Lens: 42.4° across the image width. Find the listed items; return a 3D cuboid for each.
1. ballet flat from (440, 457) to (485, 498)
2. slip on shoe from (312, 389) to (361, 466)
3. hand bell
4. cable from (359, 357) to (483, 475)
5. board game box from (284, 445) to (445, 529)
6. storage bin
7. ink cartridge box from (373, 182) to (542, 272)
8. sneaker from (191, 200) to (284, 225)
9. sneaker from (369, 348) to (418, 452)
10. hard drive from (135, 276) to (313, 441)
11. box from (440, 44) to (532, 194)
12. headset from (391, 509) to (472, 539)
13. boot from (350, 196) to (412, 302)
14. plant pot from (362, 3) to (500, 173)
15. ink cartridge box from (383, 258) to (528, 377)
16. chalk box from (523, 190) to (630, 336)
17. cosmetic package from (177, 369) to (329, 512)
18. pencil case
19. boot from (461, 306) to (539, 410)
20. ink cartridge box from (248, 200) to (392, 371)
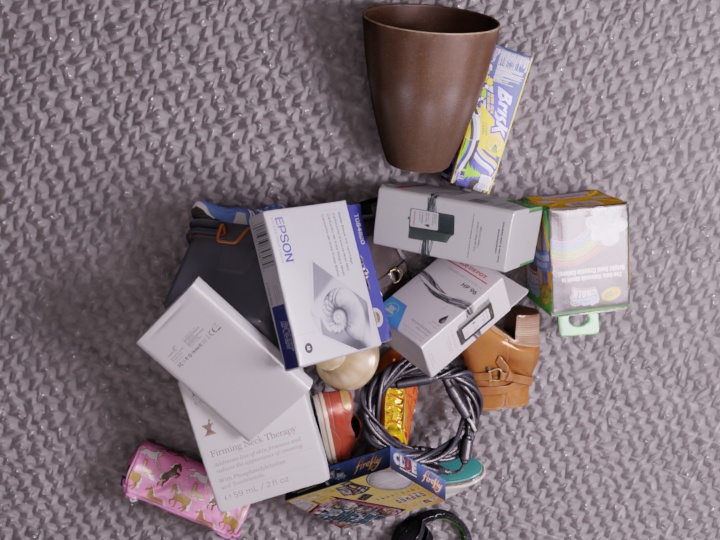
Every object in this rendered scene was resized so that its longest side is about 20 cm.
[{"bbox_3d":[0.097,0.334,1.451,0.197,0.069,0.071,-8,103,0],"label":"ballet flat"},{"bbox_3d":[-0.026,0.244,1.371,0.060,0.075,0.202,-15,137,-5],"label":"slip on shoe"},{"bbox_3d":[-0.057,0.103,1.259,0.103,0.200,0.106,-5,77,22],"label":"hand bell"},{"bbox_3d":[0.091,0.203,1.349,0.198,0.051,0.165,24,87,-18],"label":"cable"},{"bbox_3d":[0.007,0.321,1.356,0.198,0.035,0.135,-24,135,32],"label":"board game box"},{"bbox_3d":[-0.165,0.023,1.254,0.197,0.135,0.146,8,145,22],"label":"storage bin"},{"bbox_3d":[0.134,-0.064,1.284,0.197,0.146,0.084,14,102,25],"label":"ink cartridge box"},{"bbox_3d":[-0.146,-0.061,1.339,0.198,0.076,0.078,22,79,-12],"label":"sneaker"},{"bbox_3d":[0.055,0.218,1.404,0.072,0.077,0.203,4,88,-6],"label":"sneaker"},{"bbox_3d":[-0.175,0.118,1.197,0.200,0.026,0.132,43,117,-12],"label":"hard drive"},{"bbox_3d":[0.179,-0.217,1.332,0.063,0.070,0.203,16,100,-11],"label":"box"},{"bbox_3d":[0.080,0.452,1.477,0.197,0.094,0.125,-15,100,-19],"label":"headset"},{"bbox_3d":[0.000,0.000,1.332,0.198,0.069,0.177,-24,104,-32],"label":"boot"},{"bbox_3d":[0.089,-0.245,1.276,0.184,0.188,0.203,0,116,-6],"label":"plant pot"},{"bbox_3d":[0.130,0.044,1.326,0.199,0.116,0.068,-38,133,-18],"label":"ink cartridge box"},{"bbox_3d":[0.317,-0.006,1.367,0.122,0.124,0.203,-5,103,-6],"label":"chalk box"},{"bbox_3d":[-0.151,0.203,1.337,0.165,0.166,0.203,-16,102,-2],"label":"cosmetic package"},{"bbox_3d":[-0.258,0.331,1.396,0.198,0.083,0.087,25,98,-12],"label":"pencil case"},{"bbox_3d":[0.176,0.133,1.414,0.197,0.077,0.158,0,106,-14],"label":"boot"},{"bbox_3d":[-0.037,0.012,1.208,0.198,0.040,0.203,-12,87,-44],"label":"ink cartridge box"}]
